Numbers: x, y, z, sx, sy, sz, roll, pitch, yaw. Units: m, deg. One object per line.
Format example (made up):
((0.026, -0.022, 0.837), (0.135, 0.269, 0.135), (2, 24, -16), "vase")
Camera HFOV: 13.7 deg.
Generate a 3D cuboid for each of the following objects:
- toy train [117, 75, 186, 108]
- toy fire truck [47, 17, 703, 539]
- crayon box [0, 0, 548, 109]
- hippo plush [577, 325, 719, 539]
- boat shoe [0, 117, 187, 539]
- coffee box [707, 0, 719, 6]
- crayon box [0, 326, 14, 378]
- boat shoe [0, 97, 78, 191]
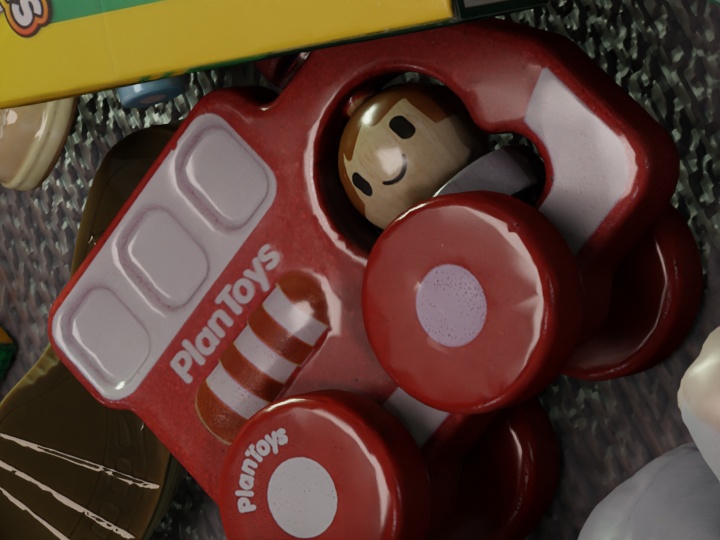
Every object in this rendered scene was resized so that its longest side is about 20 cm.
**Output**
((-0.083, -0.144, 1.035), (0.150, 0.056, 0.200), (120, 136, -73), "toy train")
((0.000, 0.000, 0.951), (0.168, 0.112, 0.200), (45, 115, 19), "toy fire truck")
((-0.048, -0.158, 0.864), (0.172, 0.058, 0.200), (-7, 95, 35), "crayon box")
((0.149, 0.068, 0.847), (0.161, 0.200, 0.159), (151, 129, -61), "hippo plush")
((-0.081, 0.035, 1.072), (0.073, 0.063, 0.201), (26, 113, 18), "boat shoe")
((0.136, -0.093, 0.851), (0.200, 0.123, 0.044), (27, 108, 36), "coffee box")
((-0.240, -0.008, 1.151), (0.200, 0.119, 0.058), (43, 115, 29), "crayon box")
((-0.143, -0.114, 1.007), (0.072, 0.065, 0.200), (-47, 49, 45), "boat shoe")
